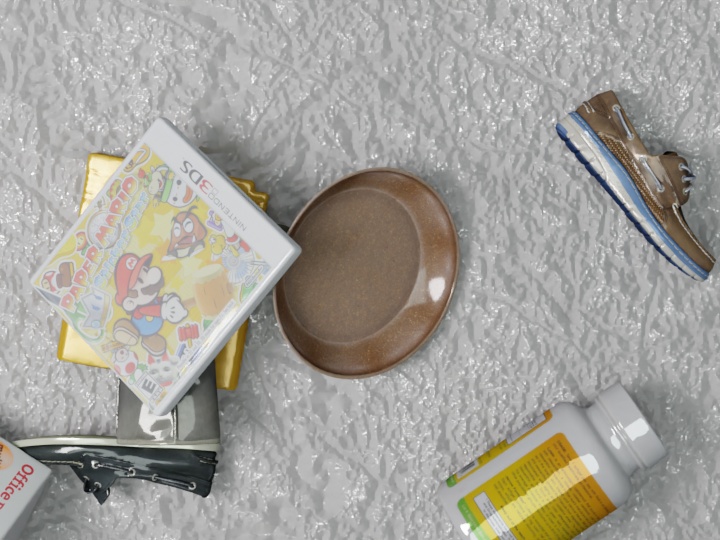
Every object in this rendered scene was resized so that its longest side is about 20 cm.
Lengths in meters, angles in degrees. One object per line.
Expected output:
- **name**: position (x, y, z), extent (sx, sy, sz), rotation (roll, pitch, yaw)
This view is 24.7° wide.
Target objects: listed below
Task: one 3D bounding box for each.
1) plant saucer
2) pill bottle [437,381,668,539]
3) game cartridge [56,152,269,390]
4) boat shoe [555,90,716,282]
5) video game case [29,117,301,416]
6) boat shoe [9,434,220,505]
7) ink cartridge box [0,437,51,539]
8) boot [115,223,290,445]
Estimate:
- **plant saucer**: position (0.000, 0.000, 1.511), extent (0.200, 0.037, 0.201), rotation (-10, 110, -30)
- **pill bottle**: position (0.181, 0.193, 1.526), extent (0.200, 0.111, 0.111), rotation (-35, 94, 5)
- **game cartridge**: position (-0.187, 0.001, 1.555), extent (0.176, 0.032, 0.201), rotation (10, 97, 0)
- **boat shoe**: position (0.269, -0.079, 1.513), extent (0.072, 0.072, 0.200), rotation (-40, 94, 4)
- **video game case**: position (-0.177, -0.004, 1.467), extent (0.182, 0.023, 0.200), rotation (44, 103, 16)
- **boat shoe**: position (-0.233, 0.189, 1.556), extent (0.199, 0.075, 0.066), rotation (1, 85, -8)
- **ink cartridge box**: position (-0.415, 0.215, 1.506), extent (0.200, 0.145, 0.145), rotation (33, 123, -3)
- **boot**: position (-0.143, 0.058, 1.498), extent (0.181, 0.073, 0.201), rotation (-6, 80, 15)
